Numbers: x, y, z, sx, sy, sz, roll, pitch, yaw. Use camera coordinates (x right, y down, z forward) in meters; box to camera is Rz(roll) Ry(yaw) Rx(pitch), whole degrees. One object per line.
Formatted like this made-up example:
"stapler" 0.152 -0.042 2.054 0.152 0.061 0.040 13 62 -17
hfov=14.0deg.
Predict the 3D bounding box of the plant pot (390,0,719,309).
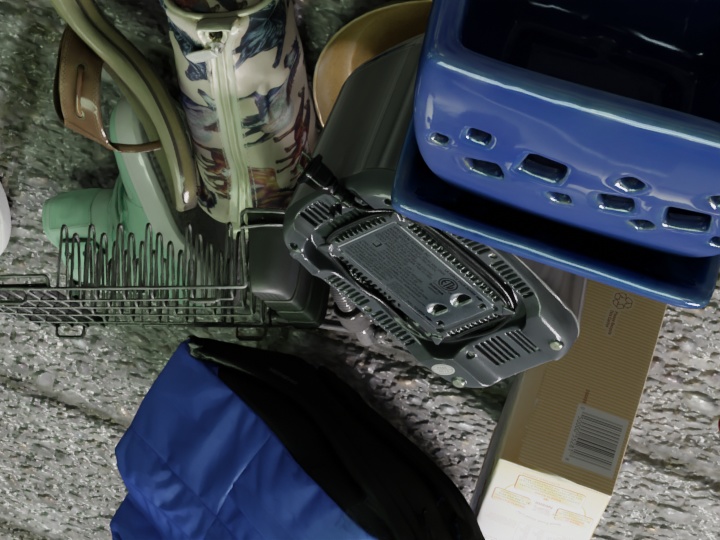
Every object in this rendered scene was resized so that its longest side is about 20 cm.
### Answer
"plant pot" 0.128 -0.106 1.473 0.200 0.200 0.180 18 147 -2

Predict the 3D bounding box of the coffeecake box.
"coffeecake box" 0.116 0.117 1.808 0.073 0.154 0.200 19 145 1

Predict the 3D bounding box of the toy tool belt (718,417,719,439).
"toy tool belt" 0.305 0.045 1.679 0.199 0.125 0.123 4 110 16

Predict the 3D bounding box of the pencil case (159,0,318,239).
"pencil case" -0.069 -0.107 1.662 0.078 0.090 0.200 12 144 15

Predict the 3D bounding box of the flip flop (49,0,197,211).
"flip flop" -0.156 -0.115 1.656 0.200 0.058 0.081 55 173 -7

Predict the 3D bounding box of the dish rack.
"dish rack" -0.120 0.005 1.696 0.199 0.055 0.153 -1 169 9

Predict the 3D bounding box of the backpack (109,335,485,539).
"backpack" -0.033 0.157 1.740 0.200 0.168 0.162 39 -161 31

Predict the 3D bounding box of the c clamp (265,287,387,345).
"c clamp" 0.000 0.000 1.793 0.170 0.027 0.200 7 153 16

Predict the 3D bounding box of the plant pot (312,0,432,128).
"plant pot" 0.072 -0.091 1.668 0.200 0.028 0.200 13 143 10

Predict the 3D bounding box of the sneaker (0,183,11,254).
"sneaker" -0.287 -0.056 1.837 0.073 0.085 0.200 -3 140 26

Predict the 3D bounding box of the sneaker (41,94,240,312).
"sneaker" -0.151 -0.040 1.793 0.118 0.074 0.201 4 147 16

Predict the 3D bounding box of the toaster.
"toaster" 0.045 -0.039 1.614 0.200 0.129 0.114 38 140 -25
